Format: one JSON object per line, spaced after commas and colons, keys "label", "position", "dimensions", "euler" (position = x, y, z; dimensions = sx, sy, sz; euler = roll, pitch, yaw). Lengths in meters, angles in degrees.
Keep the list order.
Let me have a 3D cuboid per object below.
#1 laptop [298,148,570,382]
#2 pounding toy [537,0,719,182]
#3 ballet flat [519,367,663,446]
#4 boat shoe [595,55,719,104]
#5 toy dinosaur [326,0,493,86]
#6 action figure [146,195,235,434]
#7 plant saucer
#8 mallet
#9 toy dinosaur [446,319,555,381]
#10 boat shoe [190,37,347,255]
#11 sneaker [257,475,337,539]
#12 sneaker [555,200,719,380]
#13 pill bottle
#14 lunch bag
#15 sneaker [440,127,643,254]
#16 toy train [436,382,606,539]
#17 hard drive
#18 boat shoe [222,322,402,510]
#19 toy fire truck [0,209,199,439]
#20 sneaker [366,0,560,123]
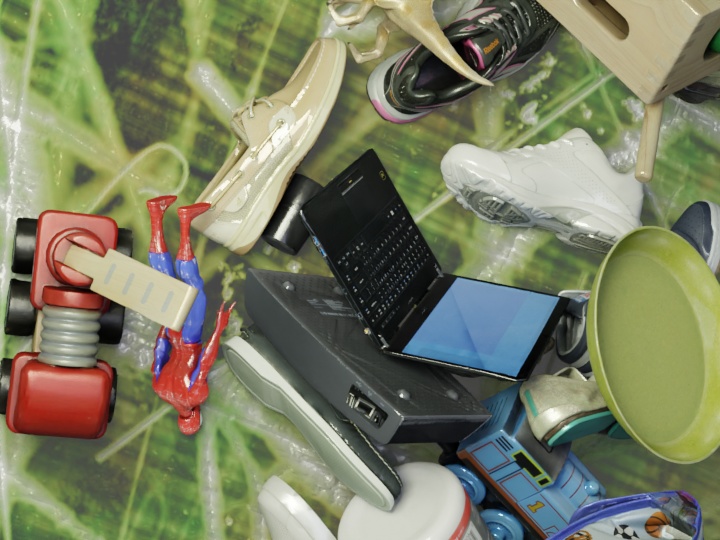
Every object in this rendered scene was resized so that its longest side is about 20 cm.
{"label": "laptop", "position": [0.065, -0.010, 1.161], "dimensions": [0.103, 0.177, 0.201], "euler": [-26, 99, 26]}
{"label": "pounding toy", "position": [0.254, -0.215, 1.199], "dimensions": [0.183, 0.143, 0.200], "euler": [-27, 65, -35]}
{"label": "ballet flat", "position": [0.207, 0.108, 1.213], "dimensions": [0.199, 0.067, 0.063], "euler": [4, 48, -50]}
{"label": "boat shoe", "position": [0.306, -0.183, 1.291], "dimensions": [0.199, 0.066, 0.072], "euler": [6, 47, -2]}
{"label": "toy dinosaur", "position": [0.028, -0.219, 1.171], "dimensions": [0.101, 0.058, 0.201], "euler": [-28, 59, 6]}
{"label": "action figure", "position": [-0.144, 0.041, 1.172], "dimensions": [0.052, 0.065, 0.202], "euler": [-19, 116, -53]}
{"label": "plant saucer", "position": [0.251, 0.064, 1.197], "dimensions": [0.199, 0.031, 0.202], "euler": [13, 71, -40]}
{"label": "mallet", "position": [0.000, 0.000, 1.230], "dimensions": [0.200, 0.041, 0.066], "euler": [40, 79, -17]}
{"label": "toy dinosaur", "position": [0.088, 0.072, 1.228], "dimensions": [0.198, 0.088, 0.048], "euler": [5, 81, -17]}
{"label": "boat shoe", "position": [-0.077, -0.114, 1.186], "dimensions": [0.065, 0.072, 0.201], "euler": [29, 90, -16]}
{"label": "sneaker", "position": [-0.056, 0.283, 1.203], "dimensions": [0.115, 0.074, 0.201], "euler": [-35, 102, -15]}
{"label": "sneaker", "position": [0.249, 0.012, 1.281], "dimensions": [0.108, 0.070, 0.201], "euler": [26, 88, -17]}
{"label": "pill bottle", "position": [0.072, 0.268, 1.197], "dimensions": [0.116, 0.116, 0.201], "euler": [-37, 120, -11]}
{"label": "lunch bag", "position": [0.202, 0.289, 1.154], "dimensions": [0.199, 0.124, 0.171], "euler": [-29, 128, -22]}
{"label": "sneaker", "position": [0.165, -0.085, 1.261], "dimensions": [0.198, 0.078, 0.100], "euler": [18, 74, -18]}
{"label": "toy train", "position": [0.153, 0.194, 1.230], "dimensions": [0.200, 0.114, 0.087], "euler": [47, 42, -12]}
{"label": "hard drive", "position": [0.000, 0.070, 1.143], "dimensions": [0.134, 0.200, 0.043], "euler": [7, 118, -51]}
{"label": "boat shoe", "position": [-0.029, 0.111, 1.172], "dimensions": [0.060, 0.076, 0.200], "euler": [-39, 74, -22]}
{"label": "toy fire truck", "position": [-0.206, 0.046, 1.086], "dimensions": [0.127, 0.200, 0.178], "euler": [7, 90, -15]}
{"label": "sneaker", "position": [0.105, -0.190, 1.225], "dimensions": [0.200, 0.086, 0.081], "euler": [-39, 103, -12]}
